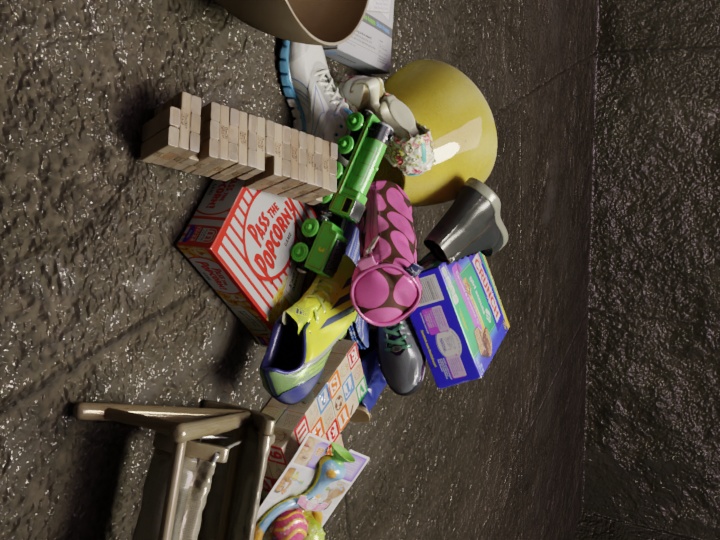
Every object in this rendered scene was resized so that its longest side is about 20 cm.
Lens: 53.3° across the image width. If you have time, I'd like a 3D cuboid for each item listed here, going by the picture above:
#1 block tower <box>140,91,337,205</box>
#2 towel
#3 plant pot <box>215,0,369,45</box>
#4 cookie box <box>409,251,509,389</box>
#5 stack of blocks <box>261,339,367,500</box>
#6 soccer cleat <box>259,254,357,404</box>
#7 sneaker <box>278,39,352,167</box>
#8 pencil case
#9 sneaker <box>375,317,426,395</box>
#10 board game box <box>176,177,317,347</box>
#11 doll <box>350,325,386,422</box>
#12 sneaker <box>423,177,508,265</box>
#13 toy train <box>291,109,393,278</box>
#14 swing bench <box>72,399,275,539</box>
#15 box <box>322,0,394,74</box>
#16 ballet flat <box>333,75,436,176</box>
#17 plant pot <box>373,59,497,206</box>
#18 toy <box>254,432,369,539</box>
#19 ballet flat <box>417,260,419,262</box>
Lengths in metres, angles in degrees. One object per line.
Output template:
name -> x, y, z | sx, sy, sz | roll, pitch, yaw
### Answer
block tower -> -0.107, -0.114, 0.698 | 0.199, 0.057, 0.055 | 11, 74, -43
towel -> 0.000, 0.000, 0.992 | 0.201, 0.024, 0.146 | 78, 21, -50
plant pot -> -0.088, -0.316, 0.685 | 0.200, 0.133, 0.203 | -18, 111, -61
cookie box -> 0.145, 0.052, 1.073 | 0.200, 0.075, 0.173 | -38, 108, -61
stack of blocks -> -0.062, 0.192, 0.922 | 0.200, 0.058, 0.116 | -52, 139, -46
soccer cleat -> -0.053, 0.052, 0.804 | 0.084, 0.064, 0.201 | 61, 43, -44
sneaker -> -0.040, -0.196, 0.859 | 0.075, 0.086, 0.202 | -39, 128, -51
pencil case -> 0.026, -0.031, 0.841 | 0.094, 0.090, 0.201 | 48, 20, -27
sneaker -> 0.042, 0.075, 1.024 | 0.087, 0.074, 0.202 | 39, 40, -59
board game box -> -0.107, -0.027, 0.802 | 0.201, 0.046, 0.153 | 60, 43, -49
doll -> 0.028, 0.131, 1.096 | 0.200, 0.048, 0.137 | -54, 131, -45
sneaker -> 0.142, -0.046, 1.001 | 0.106, 0.075, 0.200 | -48, 156, -4
toy train -> -0.018, -0.086, 0.812 | 0.042, 0.056, 0.202 | 28, 84, -61
swing bench -> -0.163, 0.228, 0.655 | 0.200, 0.129, 0.201 | 20, 77, -63
box -> -0.003, -0.375, 0.945 | 0.156, 0.041, 0.202 | -4, 98, -63
ballet flat -> 0.026, -0.195, 0.875 | 0.075, 0.200, 0.064 | -29, 149, -24
plant pot -> 0.065, -0.166, 0.978 | 0.142, 0.199, 0.202 | -36, 128, -38
toy -> -0.070, 0.295, 0.832 | 0.115, 0.047, 0.201 | 33, 88, -42
ballet flat -> 0.101, 0.043, 1.171 | 0.063, 0.076, 0.201 | -24, 125, -12
